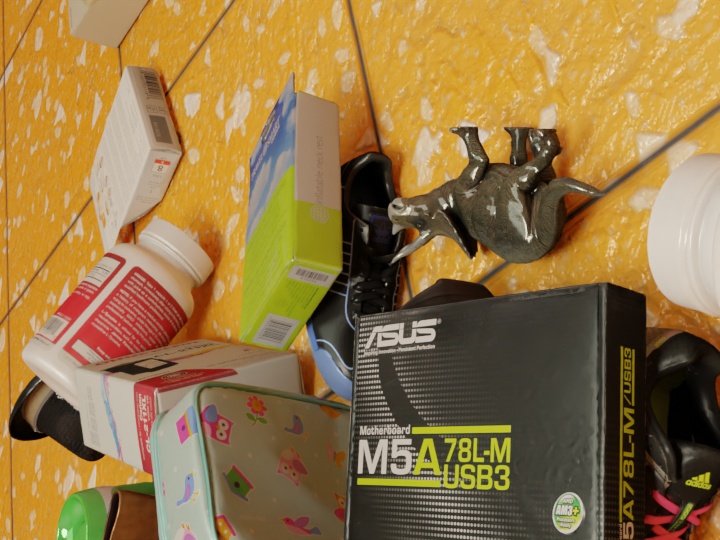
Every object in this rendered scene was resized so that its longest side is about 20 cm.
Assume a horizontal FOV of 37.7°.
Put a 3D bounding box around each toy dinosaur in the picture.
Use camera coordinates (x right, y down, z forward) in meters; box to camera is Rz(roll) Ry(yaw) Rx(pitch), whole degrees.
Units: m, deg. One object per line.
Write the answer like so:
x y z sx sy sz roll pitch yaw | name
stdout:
0.106 -0.046 0.725 0.199 0.076 0.104 14 106 51 | toy dinosaur

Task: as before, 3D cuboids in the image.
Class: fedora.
-0.307 0.156 1.214 0.092 0.200 0.201 44 125 11 | fedora

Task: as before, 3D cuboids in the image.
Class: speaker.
-0.154 0.230 0.908 0.088 0.198 0.090 -18 68 52 | speaker

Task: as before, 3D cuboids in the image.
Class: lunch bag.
-0.060 0.167 0.794 0.077 0.199 0.162 -39 51 30 | lunch bag

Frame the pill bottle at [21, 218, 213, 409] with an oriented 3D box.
-0.248 0.047 1.104 0.201 0.112 0.112 -52 29 -20 | pill bottle

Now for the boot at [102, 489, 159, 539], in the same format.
-0.111 0.273 0.835 0.068 0.198 0.191 -9 75 54 | boot

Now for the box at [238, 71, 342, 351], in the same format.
-0.058 -0.050 0.875 0.122 0.047 0.202 126 151 -46 | box

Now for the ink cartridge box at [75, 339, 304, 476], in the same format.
-0.162 0.123 0.981 0.199 0.145 0.084 2 101 55 | ink cartridge box

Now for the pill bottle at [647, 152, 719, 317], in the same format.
0.233 -0.005 0.477 0.199 0.111 0.114 18 97 56 | pill bottle

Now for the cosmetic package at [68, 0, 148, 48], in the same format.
-0.323 -0.405 1.419 0.200 0.072 0.105 -39 52 43 | cosmetic package

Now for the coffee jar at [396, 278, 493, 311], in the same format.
0.070 0.110 0.711 0.104 0.085 0.202 -43 50 40 | coffee jar

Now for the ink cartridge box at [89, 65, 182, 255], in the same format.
-0.289 -0.130 1.339 0.201 0.050 0.163 -62 38 39 | ink cartridge box

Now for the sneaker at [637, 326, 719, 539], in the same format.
0.163 0.122 0.581 0.087 0.073 0.202 -16 65 59 | sneaker

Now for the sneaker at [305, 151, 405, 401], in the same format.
0.000 0.000 0.853 0.078 0.069 0.202 -38 51 54 | sneaker

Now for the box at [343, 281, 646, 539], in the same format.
0.070 0.114 0.606 0.199 0.047 0.196 -9 74 48 | box
